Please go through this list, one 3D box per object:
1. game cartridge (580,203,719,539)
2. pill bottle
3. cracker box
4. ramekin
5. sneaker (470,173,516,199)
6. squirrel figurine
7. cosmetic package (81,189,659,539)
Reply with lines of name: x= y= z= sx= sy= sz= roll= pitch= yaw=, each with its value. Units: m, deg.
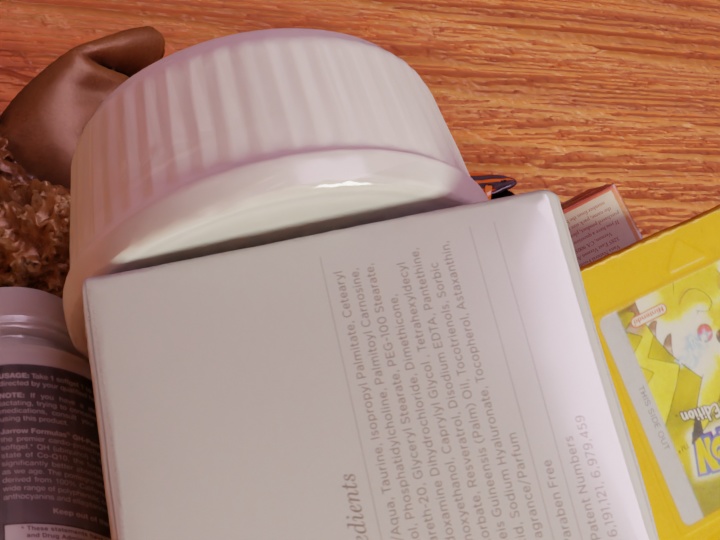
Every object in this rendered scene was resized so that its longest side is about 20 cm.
game cartridge: x=0.196 y=0.071 z=0.773 sx=0.176 sy=0.032 sz=0.201 roll=-23 pitch=88 yaw=-25
pill bottle: x=-0.157 y=0.105 z=0.666 sx=0.110 sy=0.111 sz=0.200 roll=12 pitch=39 yaw=-26
cracker box: x=0.163 y=0.050 z=0.859 sx=0.200 sy=0.058 sz=0.134 roll=63 pitch=4 yaw=1
ramekin: x=-0.043 y=-0.028 z=0.678 sx=0.202 sy=0.202 sz=0.095 roll=4 pitch=61 yaw=-34
sneaker: x=0.059 y=-0.030 z=0.963 sx=0.112 sy=0.078 sz=0.200 roll=-2 pitch=22 yaw=-8
squirrel figurine: x=-0.142 y=-0.014 z=0.816 sx=0.187 sy=0.142 sz=0.200 roll=51 pitch=39 yaw=13
cosmetic package: x=0.002 y=0.090 z=0.625 sx=0.199 sy=0.167 sz=0.167 roll=-11 pitch=65 yaw=-4
